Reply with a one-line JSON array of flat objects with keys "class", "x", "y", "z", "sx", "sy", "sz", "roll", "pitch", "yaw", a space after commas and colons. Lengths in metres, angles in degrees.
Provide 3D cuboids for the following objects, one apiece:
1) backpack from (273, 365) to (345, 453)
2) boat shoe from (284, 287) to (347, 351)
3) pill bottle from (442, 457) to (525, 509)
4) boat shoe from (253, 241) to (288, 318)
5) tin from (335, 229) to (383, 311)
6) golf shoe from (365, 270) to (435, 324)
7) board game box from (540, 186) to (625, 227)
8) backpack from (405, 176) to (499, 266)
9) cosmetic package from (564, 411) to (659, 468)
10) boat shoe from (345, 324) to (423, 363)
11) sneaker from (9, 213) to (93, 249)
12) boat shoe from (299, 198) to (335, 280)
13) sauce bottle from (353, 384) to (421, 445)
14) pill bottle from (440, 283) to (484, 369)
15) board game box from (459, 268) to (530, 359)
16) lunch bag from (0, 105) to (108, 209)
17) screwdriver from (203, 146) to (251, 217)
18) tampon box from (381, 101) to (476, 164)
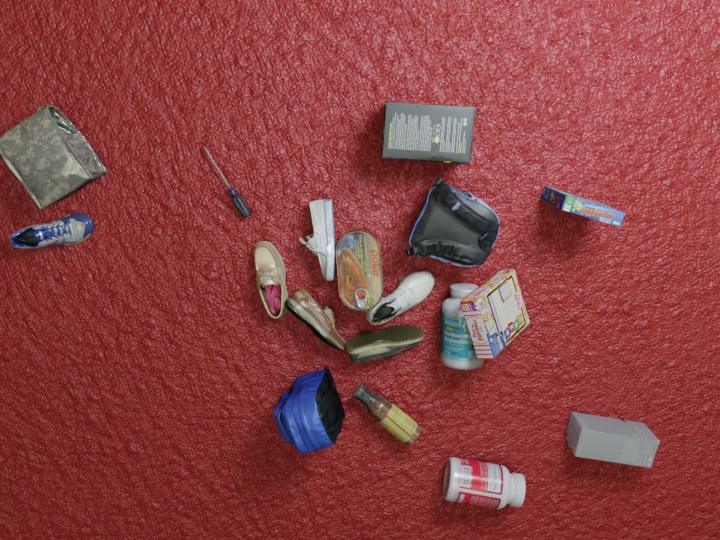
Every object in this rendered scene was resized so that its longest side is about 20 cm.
[{"class": "backpack", "x": -0.129, "y": 0.370, "z": 1.625, "sx": 0.168, "sy": 0.200, "sz": 0.163, "roll": -24, "pitch": 102, "yaw": 7}, {"class": "boat shoe", "x": -0.099, "y": 0.123, "z": 1.630, "sx": 0.200, "sy": 0.076, "sz": 0.074, "roll": 45, "pitch": 73, "yaw": -19}, {"class": "pill bottle", "x": 0.325, "y": 0.564, "z": 1.697, "sx": 0.200, "sy": 0.112, "sz": 0.112, "roll": 10, "pitch": 103, "yaw": 0}, {"class": "boat shoe", "x": -0.224, "y": 0.026, "z": 1.614, "sx": 0.074, "sy": 0.069, "sz": 0.200, "roll": -13, "pitch": 102, "yaw": 5}, {"class": "tin", "x": 0.000, "y": 0.000, "z": 1.590, "sx": 0.112, "sy": 0.042, "sz": 0.200, "roll": -5, "pitch": 85, "yaw": 12}, {"class": "golf shoe", "x": 0.103, "y": 0.077, "z": 1.600, "sx": 0.200, "sy": 0.097, "sz": 0.078, "roll": -37, "pitch": 98, "yaw": 9}, {"class": "board game box", "x": 0.504, "y": -0.150, "z": 1.477, "sx": 0.135, "sy": 0.200, "sz": 0.035, "roll": 16, "pitch": 103, "yaw": -1}, {"class": "backpack", "x": 0.228, "y": -0.101, "z": 1.526, "sx": 0.190, "sy": 0.154, "sz": 0.200, "roll": 26, "pitch": 109, "yaw": 5}, {"class": "cosmetic package", "x": 0.643, "y": 0.435, "z": 1.658, "sx": 0.200, "sy": 0.107, "sz": 0.090, "roll": 11, "pitch": 104, "yaw": -2}, {"class": "boat shoe", "x": 0.064, "y": 0.192, "z": 1.646, "sx": 0.201, "sy": 0.072, "sz": 0.066, "roll": -11, "pitch": 123, "yaw": -5}, {"class": "sneaker", "x": -0.767, "y": -0.088, "z": 1.601, "sx": 0.200, "sy": 0.088, "sz": 0.075, "roll": -15, "pitch": 100, "yaw": 4}, {"class": "boat shoe", "x": -0.107, "y": -0.073, "z": 1.584, "sx": 0.086, "sy": 0.075, "sz": 0.202, "roll": -2, "pitch": 101, "yaw": 2}, {"class": "sauce bottle", "x": 0.069, "y": 0.374, "z": 1.688, "sx": 0.200, "sy": 0.066, "sz": 0.066, "roll": 43, "pitch": 101, "yaw": -7}, {"class": "pill bottle", "x": 0.256, "y": 0.137, "z": 1.600, "sx": 0.111, "sy": 0.111, "sz": 0.200, "roll": 0, "pitch": 103, "yaw": 2}, {"class": "board game box", "x": 0.329, "y": 0.102, "z": 1.552, "sx": 0.046, "sy": 0.200, "sz": 0.152, "roll": -8, "pitch": 106, "yaw": 44}, {"class": "lunch bag", "x": -0.744, "y": -0.275, "z": 1.541, "sx": 0.164, "sy": 0.118, "sz": 0.200, "roll": -29, "pitch": 105, "yaw": 9}, {"class": "screwdriver", "x": -0.330, "y": -0.218, "z": 1.587, "sx": 0.028, "sy": 0.029, "sz": 0.200, "roll": -29, "pitch": 97, "yaw": 9}, {"class": "tampon box", "x": 0.150, "y": -0.316, "z": 1.478, "sx": 0.200, "sy": 0.150, "sz": 0.126, "roll": 4, "pitch": 103, "yaw": 2}]
